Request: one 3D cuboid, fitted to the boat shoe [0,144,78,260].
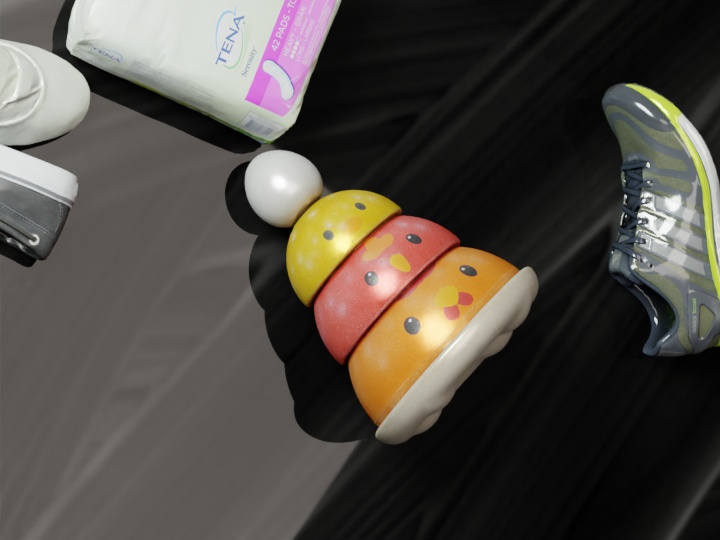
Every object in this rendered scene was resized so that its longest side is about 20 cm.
[{"bbox_3d":[-0.271,-0.055,1.144,0.200,0.070,0.066,19,78,-24],"label":"boat shoe"}]

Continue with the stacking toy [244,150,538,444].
[{"bbox_3d":[0.000,0.000,1.214,0.200,0.146,0.146,42,74,6],"label":"stacking toy"}]

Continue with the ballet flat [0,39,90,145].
[{"bbox_3d":[-0.259,-0.120,1.151,0.200,0.069,0.070,11,82,-18],"label":"ballet flat"}]

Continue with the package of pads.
[{"bbox_3d":[-0.086,-0.202,1.214,0.154,0.068,0.200,23,78,-16],"label":"package of pads"}]

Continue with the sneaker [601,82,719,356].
[{"bbox_3d":[0.204,-0.032,1.300,0.081,0.074,0.200,-22,91,-16],"label":"sneaker"}]
